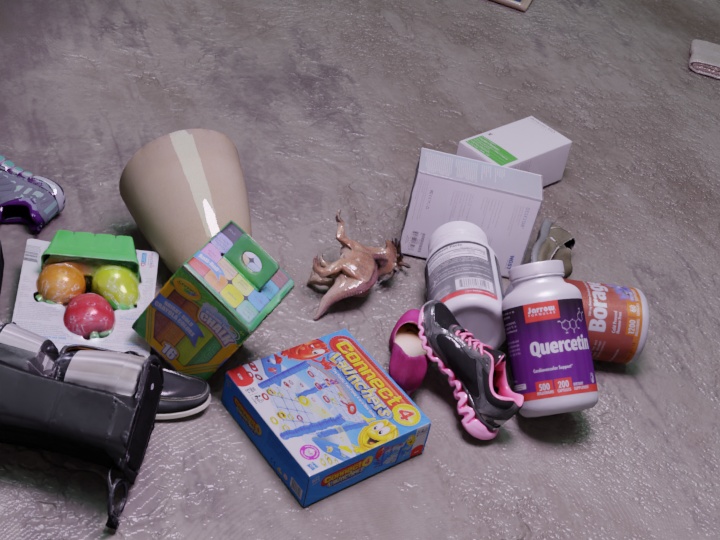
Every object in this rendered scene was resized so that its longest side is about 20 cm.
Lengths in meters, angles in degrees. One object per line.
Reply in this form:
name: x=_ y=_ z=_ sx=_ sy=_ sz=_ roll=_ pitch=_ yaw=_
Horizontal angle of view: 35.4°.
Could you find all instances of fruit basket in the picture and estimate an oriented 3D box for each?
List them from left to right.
fruit basket: x=-0.369 y=0.044 z=1.517 sx=0.182 sy=0.094 sz=0.202 roll=4 pitch=54 yaw=-11

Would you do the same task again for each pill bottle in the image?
pill bottle: x=0.153 y=0.024 z=1.657 sx=0.114 sy=0.117 sz=0.201 roll=8 pitch=37 yaw=-7
pill bottle: x=0.253 y=0.093 z=1.529 sx=0.111 sy=0.112 sz=0.203 roll=-5 pitch=81 yaw=-23
pill bottle: x=0.311 y=0.070 z=1.648 sx=0.197 sy=0.113 sz=0.113 roll=7 pitch=38 yaw=-8

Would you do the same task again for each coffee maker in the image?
coffee maker: x=-0.347 y=0.168 z=1.300 sx=0.197 sy=0.136 sz=0.194 roll=11 pitch=46 yaw=4

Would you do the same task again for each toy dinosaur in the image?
toy dinosaur: x=0.000 y=0.000 z=1.673 sx=0.134 sy=0.086 sz=0.201 roll=24 pitch=44 yaw=2

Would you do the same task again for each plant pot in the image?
plant pot: x=-0.232 y=-0.066 z=1.623 sx=0.185 sy=0.188 sz=0.202 roll=-9 pitch=55 yaw=-26

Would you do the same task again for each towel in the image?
towel: x=0.843 y=-0.467 z=2.557 sx=0.197 sy=0.035 sz=0.133 roll=17 pitch=36 yaw=7

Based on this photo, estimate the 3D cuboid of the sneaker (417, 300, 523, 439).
sneaker: x=0.152 y=0.119 z=1.502 sx=0.078 sy=0.095 sz=0.202 roll=-11 pitch=67 yaw=-50

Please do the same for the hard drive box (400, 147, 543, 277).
hard drive box: x=0.172 y=-0.088 z=1.772 sx=0.197 sy=0.157 sz=0.077 roll=14 pitch=36 yaw=-1

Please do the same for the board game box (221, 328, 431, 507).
board game box: x=-0.045 y=0.181 z=1.446 sx=0.194 sy=0.056 sz=0.200 roll=-18 pitch=47 yaw=-34

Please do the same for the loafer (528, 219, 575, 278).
loafer: x=0.304 y=-0.015 z=1.785 sx=0.069 sy=0.076 sz=0.201 roll=15 pitch=37 yaw=10

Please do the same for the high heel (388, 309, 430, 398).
high heel: x=0.071 y=0.096 z=1.556 sx=0.066 sy=0.097 sz=0.201 roll=17 pitch=38 yaw=5

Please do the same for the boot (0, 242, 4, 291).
boot: x=-0.555 y=0.029 z=1.474 sx=0.163 sy=0.066 sz=0.201 roll=9 pitch=40 yaw=-20

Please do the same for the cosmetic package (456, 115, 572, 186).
cosmetic package: x=0.268 y=-0.194 z=1.994 sx=0.199 sy=0.086 sz=0.107 roll=-25 pitch=49 yaw=-38

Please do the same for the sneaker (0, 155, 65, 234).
sneaker: x=-0.541 y=-0.119 z=1.665 sx=0.197 sy=0.075 sz=0.088 roll=19 pitch=42 yaw=6

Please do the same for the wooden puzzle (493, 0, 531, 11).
wooden puzzle: x=0.331 y=-0.693 z=2.677 sx=0.183 sy=0.047 sz=0.201 roll=21 pitch=38 yaw=10

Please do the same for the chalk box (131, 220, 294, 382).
chalk box: x=-0.179 y=0.034 z=1.449 sx=0.124 sy=0.200 sz=0.124 roll=43 pitch=41 yaw=-1

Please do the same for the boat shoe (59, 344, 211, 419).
boat shoe: x=-0.285 y=0.138 z=1.421 sx=0.197 sy=0.068 sz=0.072 roll=11 pitch=35 yaw=-5
